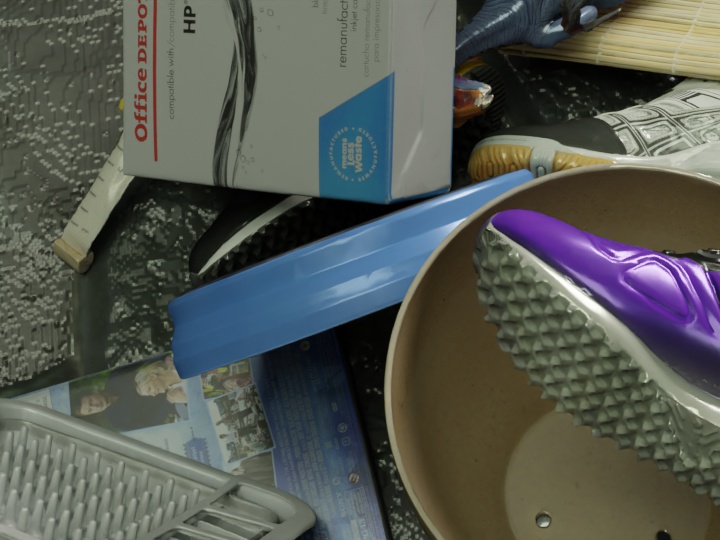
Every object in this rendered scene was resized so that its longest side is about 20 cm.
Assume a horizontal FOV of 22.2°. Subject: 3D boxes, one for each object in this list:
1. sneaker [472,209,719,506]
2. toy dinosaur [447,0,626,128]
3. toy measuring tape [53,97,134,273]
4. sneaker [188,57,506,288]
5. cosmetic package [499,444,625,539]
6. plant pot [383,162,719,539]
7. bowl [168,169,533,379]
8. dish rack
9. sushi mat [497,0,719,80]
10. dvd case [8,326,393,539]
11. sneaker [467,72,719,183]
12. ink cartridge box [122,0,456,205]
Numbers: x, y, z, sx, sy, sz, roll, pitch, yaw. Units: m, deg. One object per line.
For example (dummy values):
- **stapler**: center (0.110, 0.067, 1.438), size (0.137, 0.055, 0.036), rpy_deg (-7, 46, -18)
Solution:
- **sneaker**: center (0.140, 0.026, 0.694), size (0.199, 0.070, 0.100), rpy_deg (34, 62, 14)
- **toy dinosaur**: center (0.110, -0.137, 0.947), size (0.181, 0.200, 0.105), rpy_deg (-45, 56, 14)
- **toy measuring tape**: center (-0.102, -0.086, 1.032), size (0.073, 0.073, 0.201), rpy_deg (36, 104, 21)
- **sneaker**: center (-0.019, -0.062, 1.000), size (0.200, 0.070, 0.090), rpy_deg (-38, 53, -4)
- **cosmetic package**: center (0.050, 0.191, 0.871), size (0.074, 0.102, 0.201), rpy_deg (26, 79, 17)
- **plant pot**: center (0.110, 0.076, 0.777), size (0.198, 0.135, 0.202), rpy_deg (-1, 63, 2)
- **bowl**: center (0.000, 0.000, 0.881), size (0.199, 0.201, 0.040), rpy_deg (-21, 90, 4)
- **dish rack**: center (-0.136, 0.121, 0.891), size (0.198, 0.171, 0.044), rpy_deg (18, 103, 16)
- **sushi mat**: center (0.181, -0.135, 0.976), size (0.198, 0.012, 0.096), rpy_deg (10, 46, 22)
- **dvd case**: center (-0.091, 0.112, 0.972), size (0.198, 0.018, 0.144), rpy_deg (-16, 69, 4)
- **sneaker**: center (0.158, -0.060, 0.964), size (0.198, 0.076, 0.088), rpy_deg (5, 56, 10)
- **ink cartridge box**: center (-0.055, -0.101, 0.918), size (0.198, 0.068, 0.117), rpy_deg (7, 101, 30)
